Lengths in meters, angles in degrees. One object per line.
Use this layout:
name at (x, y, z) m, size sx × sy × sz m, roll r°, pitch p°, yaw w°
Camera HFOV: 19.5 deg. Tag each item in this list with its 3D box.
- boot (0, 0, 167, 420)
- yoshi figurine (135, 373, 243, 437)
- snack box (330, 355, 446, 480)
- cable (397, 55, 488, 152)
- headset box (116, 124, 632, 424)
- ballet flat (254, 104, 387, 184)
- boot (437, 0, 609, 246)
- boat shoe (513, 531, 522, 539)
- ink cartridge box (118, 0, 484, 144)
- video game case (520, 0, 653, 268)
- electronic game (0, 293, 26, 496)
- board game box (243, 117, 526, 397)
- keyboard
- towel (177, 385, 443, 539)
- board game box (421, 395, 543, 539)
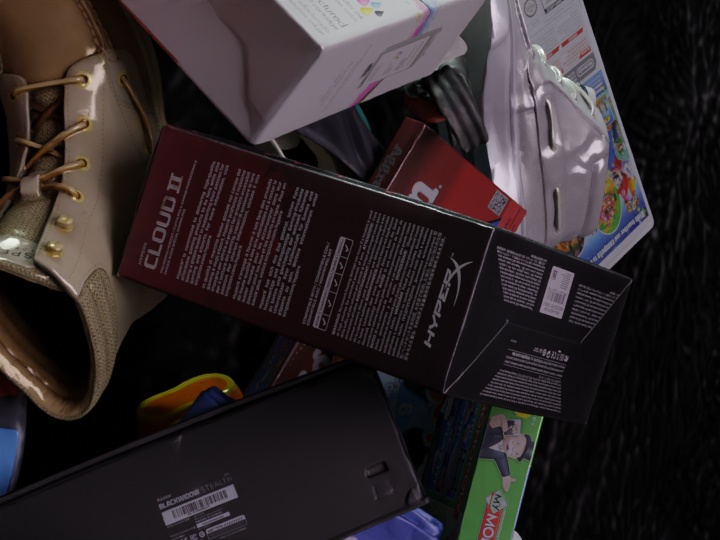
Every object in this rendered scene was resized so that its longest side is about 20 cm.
boot at (-0.145, -0.049, 0.963) m, size 0.156 × 0.072 × 0.201 m, roll -62°, pitch 139°, yaw -57°
yoshi figurine at (-0.044, 0.155, 1.062) m, size 0.112 × 0.111 × 0.201 m, roll -38°, pitch 122°, yaw -57°
snack box at (0.026, 0.111, 1.152) m, size 0.116 × 0.037 × 0.201 m, roll 5°, pitch 99°, yaw -43°
cable at (0.040, -0.091, 1.159) m, size 0.200 × 0.050 × 0.098 m, roll -98°, pitch 166°, yaw -66°
headset box at (0.000, 0.000, 0.958) m, size 0.149 × 0.199 × 0.078 m, roll 17°, pitch 90°, yaw -59°
ballet flat at (-0.010, -0.053, 1.164) m, size 0.200 × 0.073 × 0.073 m, roll 49°, pitch 51°, yaw -40°
boot at (0.098, -0.108, 1.274) m, size 0.095 × 0.073 × 0.201 m, roll -15°, pitch 109°, yaw -32°
boat shoe at (0.066, 0.234, 1.213) m, size 0.072 × 0.068 × 0.200 m, roll 55°, pitch 48°, yaw -30°
ink cartridge box at (-0.017, -0.143, 1.008) m, size 0.117 × 0.068 × 0.200 m, roll 47°, pitch 35°, yaw 11°
video game case at (0.125, -0.089, 1.364) m, size 0.143 × 0.018 × 0.201 m, roll -39°, pitch 115°, yaw -46°
electronic game at (-0.222, 0.059, 0.906) m, size 0.199 × 0.041 × 0.202 m, roll 8°, pitch 79°, yaw -49°
board game box at (0.010, 0.027, 1.151) m, size 0.103 × 0.019 × 0.201 m, roll 36°, pitch 81°, yaw -41°
keyboard at (-0.070, 0.121, 0.963) m, size 0.199 × 0.040 × 0.105 m, roll -20°, pitch 83°, yaw -9°
towel at (-0.066, 0.172, 0.990) m, size 0.144 × 0.024 × 0.201 m, roll 32°, pitch 90°, yaw -15°
board game box at (0.047, 0.138, 1.059) m, size 0.029 × 0.135 × 0.201 m, roll 16°, pitch 87°, yaw -8°
